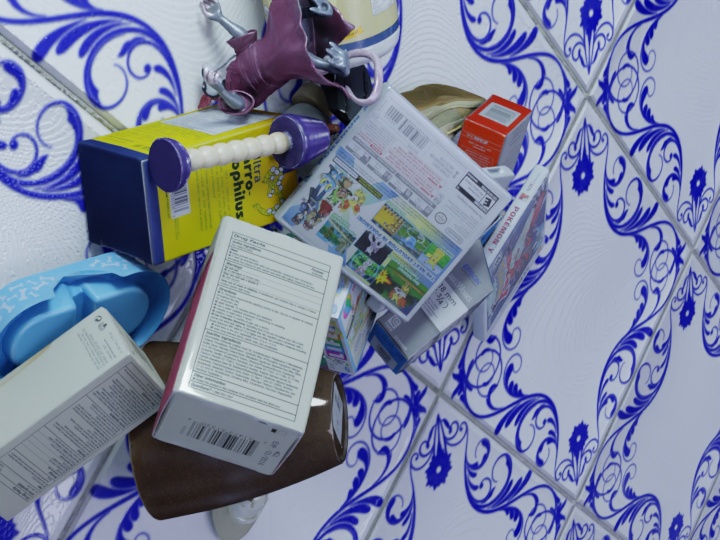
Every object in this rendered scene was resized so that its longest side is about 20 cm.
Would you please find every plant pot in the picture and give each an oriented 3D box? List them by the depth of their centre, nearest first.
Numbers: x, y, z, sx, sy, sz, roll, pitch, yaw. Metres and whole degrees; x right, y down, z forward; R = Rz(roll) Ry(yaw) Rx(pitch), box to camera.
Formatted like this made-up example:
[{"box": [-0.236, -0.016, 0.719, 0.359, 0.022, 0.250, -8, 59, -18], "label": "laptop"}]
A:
[{"box": [-0.118, 0.159, 1.300, 0.187, 0.198, 0.189, -5, 90, -81], "label": "plant pot"}]

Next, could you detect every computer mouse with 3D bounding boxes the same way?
[{"box": [0.011, -0.178, 1.395, 0.046, 0.201, 0.140, -35, 136, 21], "label": "computer mouse"}]

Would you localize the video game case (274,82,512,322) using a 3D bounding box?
[{"box": [0.038, -0.068, 1.323, 0.200, 0.022, 0.183, 38, 95, -28], "label": "video game case"}]

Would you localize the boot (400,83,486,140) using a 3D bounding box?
[{"box": [0.085, -0.149, 1.572, 0.200, 0.072, 0.157, -25, 129, -55], "label": "boot"}]

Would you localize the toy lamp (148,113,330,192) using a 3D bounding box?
[{"box": [-0.110, -0.116, 1.209, 0.199, 0.058, 0.059, -19, 117, -42], "label": "toy lamp"}]

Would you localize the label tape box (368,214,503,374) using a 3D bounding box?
[{"box": [0.106, 0.033, 1.505, 0.200, 0.063, 0.144, -39, 173, -10], "label": "label tape box"}]

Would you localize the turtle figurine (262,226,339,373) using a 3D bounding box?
[{"box": [-0.074, 0.045, 1.448, 0.150, 0.100, 0.200, -58, 143, -15], "label": "turtle figurine"}]

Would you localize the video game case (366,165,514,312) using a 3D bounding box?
[{"box": [0.098, -0.040, 1.468, 0.200, 0.023, 0.182, -51, 170, 16], "label": "video game case"}]

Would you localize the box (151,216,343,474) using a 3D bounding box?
[{"box": [-0.107, 0.072, 1.191, 0.127, 0.109, 0.201, 20, 55, -10], "label": "box"}]

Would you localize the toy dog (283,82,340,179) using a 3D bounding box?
[{"box": [-0.036, -0.121, 1.425, 0.200, 0.096, 0.133, 41, 73, -47], "label": "toy dog"}]

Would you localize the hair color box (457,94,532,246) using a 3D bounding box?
[{"box": [0.152, -0.114, 1.602, 0.101, 0.061, 0.201, -43, 152, -53], "label": "hair color box"}]

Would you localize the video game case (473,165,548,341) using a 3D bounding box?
[{"box": [0.207, -0.020, 1.716, 0.183, 0.023, 0.200, -56, 159, -23], "label": "video game case"}]

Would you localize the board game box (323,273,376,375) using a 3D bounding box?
[{"box": [0.000, 0.000, 1.430, 0.135, 0.034, 0.201, 76, 30, -57], "label": "board game box"}]

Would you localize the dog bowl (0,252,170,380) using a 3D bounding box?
[{"box": [-0.282, 0.044, 1.219, 0.199, 0.050, 0.112, -19, 139, -38], "label": "dog bowl"}]

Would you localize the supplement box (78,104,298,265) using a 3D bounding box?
[{"box": [-0.171, -0.093, 1.274, 0.199, 0.108, 0.110, -23, 119, -41], "label": "supplement box"}]

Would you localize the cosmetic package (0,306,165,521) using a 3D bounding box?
[{"box": [-0.292, 0.137, 1.186, 0.199, 0.071, 0.105, -35, 144, -6], "label": "cosmetic package"}]

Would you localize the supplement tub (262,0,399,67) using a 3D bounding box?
[{"box": [-0.039, -0.326, 1.313, 0.144, 0.144, 0.201, -32, 125, -37], "label": "supplement tub"}]

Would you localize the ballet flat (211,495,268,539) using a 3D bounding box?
[{"box": [-0.137, 0.241, 1.464, 0.069, 0.069, 0.202, -18, 117, -43], "label": "ballet flat"}]

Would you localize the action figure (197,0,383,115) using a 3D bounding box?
[{"box": [-0.091, -0.214, 1.273, 0.148, 0.199, 0.135, 27, 53, -33], "label": "action figure"}]
